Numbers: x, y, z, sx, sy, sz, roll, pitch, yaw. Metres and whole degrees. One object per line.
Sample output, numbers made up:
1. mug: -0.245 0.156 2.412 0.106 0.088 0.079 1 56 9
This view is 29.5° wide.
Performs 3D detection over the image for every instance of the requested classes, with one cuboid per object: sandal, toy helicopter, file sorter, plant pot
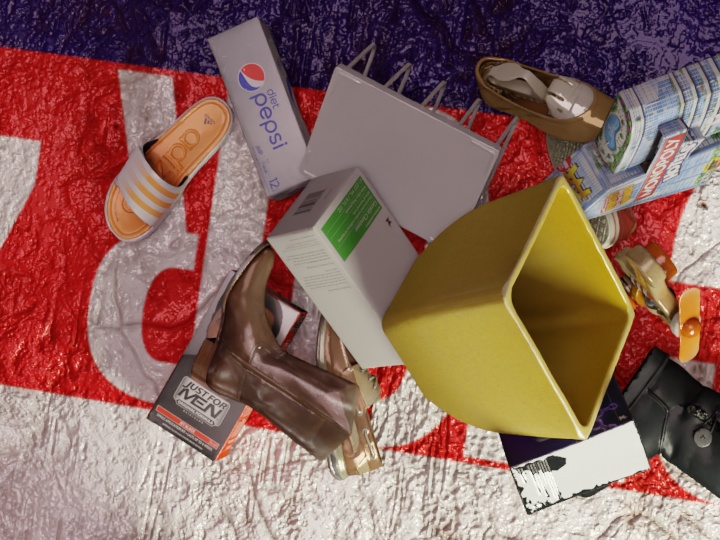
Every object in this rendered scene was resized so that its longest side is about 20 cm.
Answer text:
1. sandal: -0.235 -0.127 1.616 0.079 0.059 0.207 41 94 6
2. toy helicopter: 0.320 0.024 1.474 0.079 0.200 0.133 -39 68 4
3. file sorter: 0.058 -0.145 1.532 0.198 0.125 0.140 28 124 7
4. plant pot: 0.142 0.050 1.439 0.198 0.195 0.197 -11 123 38

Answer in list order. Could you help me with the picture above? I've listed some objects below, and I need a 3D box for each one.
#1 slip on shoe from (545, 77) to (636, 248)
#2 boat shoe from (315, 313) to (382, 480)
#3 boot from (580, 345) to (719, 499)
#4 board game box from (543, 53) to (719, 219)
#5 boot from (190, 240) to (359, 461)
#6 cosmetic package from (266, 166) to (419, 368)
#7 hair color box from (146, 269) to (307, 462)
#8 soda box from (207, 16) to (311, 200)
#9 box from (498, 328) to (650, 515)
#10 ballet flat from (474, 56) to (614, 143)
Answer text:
1. slip on shoe: 0.263 -0.123 1.558 0.061 0.074 0.203 -8 75 -35
2. boat shoe: -0.011 0.139 1.582 0.071 0.076 0.203 -6 97 3
3. boot: 0.346 0.209 1.529 0.167 0.076 0.201 35 87 10
4. board game box: 0.302 -0.129 1.448 0.198 0.201 0.062 -23 69 -15
5. boot: -0.070 0.092 1.521 0.198 0.064 0.188 30 107 14
6. cosmetic package: 0.000 0.000 1.513 0.201 0.084 0.108 52 51 -24
7. hair color box: -0.156 0.111 1.602 0.101 0.061 0.202 30 92 8
8. soda box: -0.108 -0.188 1.600 0.067 0.063 0.202 -22 86 8
9. box: 0.215 0.150 1.484 0.139 0.201 0.080 -20 123 5
10. ballet flat: 0.204 -0.192 1.516 0.199 0.063 0.069 22 72 38
